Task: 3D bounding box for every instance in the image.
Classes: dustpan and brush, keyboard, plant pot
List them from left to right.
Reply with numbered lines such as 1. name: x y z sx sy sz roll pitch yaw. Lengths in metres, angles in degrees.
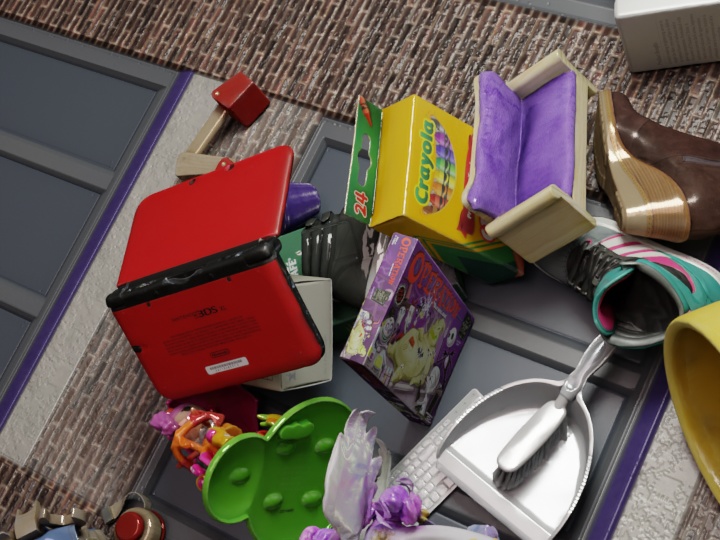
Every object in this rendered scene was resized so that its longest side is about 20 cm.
1. keyboard: 0.056 0.201 1.170 0.200 0.011 0.056 -45 59 -1
2. dustpan and brush: 0.174 0.132 1.122 0.139 0.057 0.200 36 74 30
3. plant pot: 0.372 0.098 0.992 0.188 0.201 0.202 -21 61 -5

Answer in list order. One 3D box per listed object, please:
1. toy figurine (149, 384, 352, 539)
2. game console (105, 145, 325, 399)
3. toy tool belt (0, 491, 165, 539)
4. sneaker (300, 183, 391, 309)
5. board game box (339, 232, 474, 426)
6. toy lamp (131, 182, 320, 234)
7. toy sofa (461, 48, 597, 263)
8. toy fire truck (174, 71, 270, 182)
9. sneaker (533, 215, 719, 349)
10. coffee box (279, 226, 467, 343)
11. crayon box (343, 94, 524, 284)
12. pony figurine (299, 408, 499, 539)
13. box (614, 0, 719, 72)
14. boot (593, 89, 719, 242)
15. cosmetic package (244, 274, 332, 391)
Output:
1. toy figurine: -0.129 0.165 1.177 0.183 0.199 0.151 19 99 41
2. game console: -0.124 0.006 1.149 0.199 0.173 0.119 -16 19 33
3. toy tool belt: -0.300 0.288 1.212 0.199 0.123 0.125 -32 60 6
4. sneaker: -0.003 -0.061 1.219 0.098 0.071 0.201 10 76 19
5. board game box: 0.048 0.059 1.125 0.032 0.200 0.121 13 74 25
6. toy lamp: -0.134 -0.051 1.279 0.199 0.058 0.058 -18 55 -28
7. toy sofa: 0.163 -0.118 1.165 0.083 0.097 0.201 -31 35 38
8. toy fire truck: -0.159 -0.106 1.367 0.200 0.049 0.141 -44 59 1
9. sneaker: 0.222 0.011 1.116 0.199 0.121 0.084 20 112 27
10. coffee box: 0.000 0.000 1.260 0.199 0.044 0.124 -18 63 14
11. crayon box: 0.077 -0.079 1.172 0.051 0.199 0.128 -17 59 46
12. pony figurine: 0.017 0.238 1.069 0.199 0.167 0.194 17 72 21
13. box: 0.353 -0.296 1.208 0.198 0.106 0.153 -4 67 20
14. boot: 0.313 -0.103 1.174 0.165 0.073 0.201 -4 46 0
15. cosmetic package: -0.122 0.052 1.220 0.199 0.073 0.104 7 99 42
